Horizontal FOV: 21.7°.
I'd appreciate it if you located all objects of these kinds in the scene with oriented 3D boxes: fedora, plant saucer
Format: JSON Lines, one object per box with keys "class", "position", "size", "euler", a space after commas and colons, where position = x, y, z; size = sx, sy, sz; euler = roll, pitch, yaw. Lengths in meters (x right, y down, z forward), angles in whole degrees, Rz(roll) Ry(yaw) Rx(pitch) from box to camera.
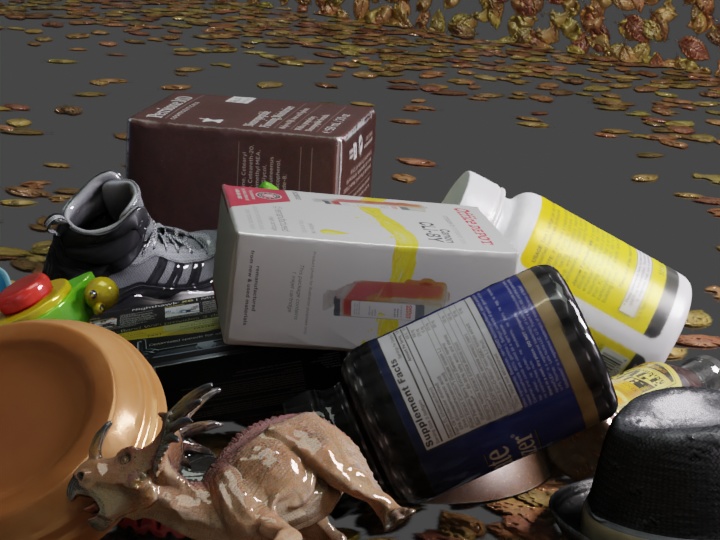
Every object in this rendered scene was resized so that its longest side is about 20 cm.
{"class": "fedora", "position": [0.225, 0.131, 1.224], "size": [0.200, 0.092, 0.201], "euler": [3, 16, -1]}
{"class": "plant saucer", "position": [-0.218, 0.101, 1.146], "size": [0.200, 0.038, 0.200], "euler": [-9, 45, 9]}
{"class": "plant saucer", "position": [0.041, 0.116, 1.357], "size": [0.200, 0.035, 0.200], "euler": [2, 15, -1]}

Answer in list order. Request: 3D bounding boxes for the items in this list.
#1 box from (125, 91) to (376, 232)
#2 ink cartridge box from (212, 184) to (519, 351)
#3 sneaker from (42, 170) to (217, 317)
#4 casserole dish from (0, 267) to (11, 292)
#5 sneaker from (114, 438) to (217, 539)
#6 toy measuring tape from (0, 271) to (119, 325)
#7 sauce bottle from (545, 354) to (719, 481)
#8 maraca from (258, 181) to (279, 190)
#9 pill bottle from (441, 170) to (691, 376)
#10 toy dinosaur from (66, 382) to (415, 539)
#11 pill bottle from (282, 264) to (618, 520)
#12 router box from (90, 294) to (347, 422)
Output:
{"class": "box", "position": [-0.100, -0.067, 1.740], "size": [0.199, 0.165, 0.166], "euler": [6, 15, 9]}
{"class": "ink cartridge box", "position": [0.000, 0.000, 1.343], "size": [0.199, 0.084, 0.145], "euler": [5, 14, -10]}
{"class": "sneaker", "position": [-0.163, -0.024, 1.502], "size": [0.200, 0.114, 0.075], "euler": [-15, 42, -28]}
{"class": "casserole dish", "position": [-0.349, 0.033, 1.560], "size": [0.121, 0.039, 0.200], "euler": [-1, 15, -15]}
{"class": "sneaker", "position": [-0.145, 0.114, 1.200], "size": [0.200, 0.098, 0.071], "euler": [14, 17, 30]}
{"class": "toy measuring tape", "position": [-0.265, 0.053, 1.368], "size": [0.200, 0.074, 0.074], "euler": [-23, 10, 14]}
{"class": "sauce bottle", "position": [0.209, 0.102, 1.388], "size": [0.066, 0.066, 0.200], "euler": [14, 17, 33]}
{"class": "maraca", "position": [-0.015, 0.000, 1.536], "size": [0.200, 0.107, 0.137], "euler": [42, -21, -11]}
{"class": "pill bottle", "position": [0.149, 0.010, 1.483], "size": [0.200, 0.114, 0.114], "euler": [29, 14, -7]}
{"class": "toy dinosaur", "position": [-0.056, 0.119, 1.103], "size": [0.200, 0.086, 0.136], "euler": [-14, 62, -43]}
{"class": "pill bottle", "position": [0.056, 0.083, 1.226], "size": [0.200, 0.112, 0.112], "euler": [-25, 17, 1]}
{"class": "router box", "position": [-0.113, 0.064, 1.408], "size": [0.199, 0.052, 0.157], "euler": [-9, 16, -3]}
